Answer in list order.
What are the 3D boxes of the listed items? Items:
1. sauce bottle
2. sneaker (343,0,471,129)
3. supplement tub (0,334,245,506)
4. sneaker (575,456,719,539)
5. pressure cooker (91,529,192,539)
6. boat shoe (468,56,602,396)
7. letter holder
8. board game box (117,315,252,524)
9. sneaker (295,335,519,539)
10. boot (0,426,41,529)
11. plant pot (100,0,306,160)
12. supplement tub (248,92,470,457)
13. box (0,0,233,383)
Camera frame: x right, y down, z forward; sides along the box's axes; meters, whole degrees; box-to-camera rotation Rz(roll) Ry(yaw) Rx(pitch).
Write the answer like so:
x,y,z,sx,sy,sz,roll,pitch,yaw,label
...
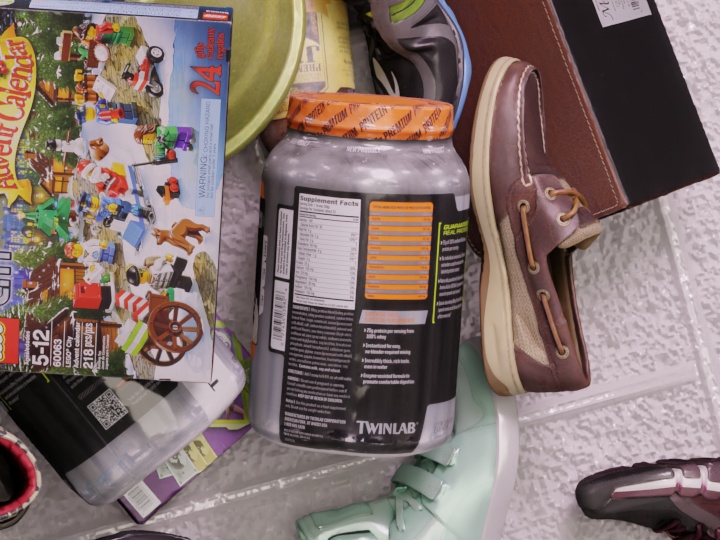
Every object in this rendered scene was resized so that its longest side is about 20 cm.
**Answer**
x,y,z,sx,sy,sz,roll,pitch,yaw,label
-0.034,-0.115,1.559,0.065,0.065,0.201,-6,86,-13,sauce bottle
0.011,-0.166,1.533,0.083,0.071,0.200,-23,106,-46,sneaker
-0.170,0.025,1.459,0.122,0.123,0.200,-40,95,-13,supplement tub
0.233,0.174,1.587,0.199,0.076,0.116,-3,88,-13,sneaker
-0.150,0.253,1.439,0.178,0.200,0.176,0,63,-33,pressure cooker
0.109,-0.026,1.501,0.072,0.072,0.201,-1,91,22,boat shoe
0.109,-0.123,1.583,0.100,0.142,0.200,-20,89,-45,letter holder
-0.153,0.039,1.537,0.120,0.032,0.200,-40,94,-10,board game box
0.026,0.132,1.541,0.118,0.074,0.201,10,85,-18,sneaker
-0.273,0.092,1.441,0.203,0.154,0.074,22,80,-10,boot
-0.144,-0.163,1.447,0.200,0.184,0.201,-2,79,8,plant pot
0.000,0.000,1.479,0.122,0.123,0.201,3,97,-12,supplement tub
-0.140,-0.043,1.352,0.136,0.038,0.201,3,108,-3,box
